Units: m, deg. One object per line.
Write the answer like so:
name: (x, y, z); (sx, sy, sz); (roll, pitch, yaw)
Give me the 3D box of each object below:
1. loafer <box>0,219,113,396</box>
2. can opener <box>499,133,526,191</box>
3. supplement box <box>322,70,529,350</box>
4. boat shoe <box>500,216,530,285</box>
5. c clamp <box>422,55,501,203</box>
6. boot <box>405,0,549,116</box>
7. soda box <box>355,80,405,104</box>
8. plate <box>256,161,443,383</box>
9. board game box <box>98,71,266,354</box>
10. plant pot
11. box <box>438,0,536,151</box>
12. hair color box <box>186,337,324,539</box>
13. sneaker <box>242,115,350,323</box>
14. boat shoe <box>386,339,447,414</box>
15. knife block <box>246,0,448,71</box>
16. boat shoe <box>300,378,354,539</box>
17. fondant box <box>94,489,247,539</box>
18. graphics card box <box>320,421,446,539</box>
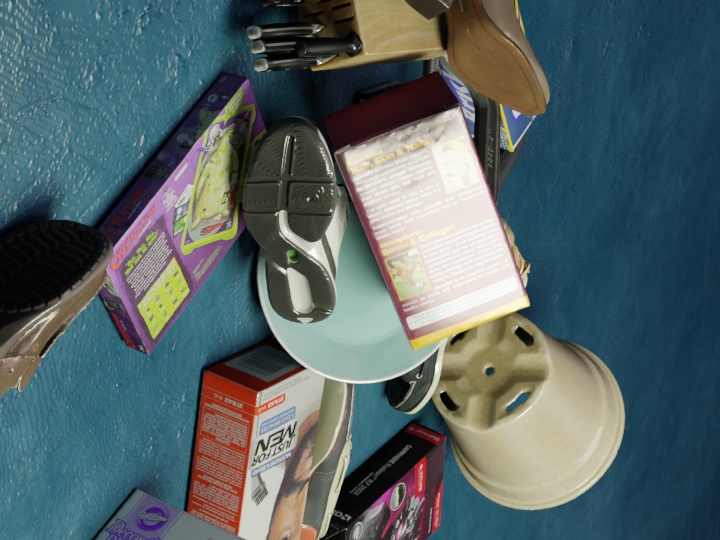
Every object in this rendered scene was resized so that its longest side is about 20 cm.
loafer: (-0.247, 0.042, 1.148); (0.200, 0.073, 0.071); (-45, 154, -30)
can opener: (0.115, -0.085, 1.703); (0.200, 0.063, 0.079); (-48, 146, -34)
supplement box: (0.055, -0.049, 1.411); (0.110, 0.086, 0.200); (-22, 117, 1)
boat shoe: (0.139, -0.002, 1.715); (0.074, 0.069, 0.200); (-58, 177, -12)
c clamp: (0.074, -0.149, 1.501); (0.171, 0.027, 0.200); (32, 48, -45)
boot: (0.105, -0.241, 1.385); (0.200, 0.070, 0.146); (42, 52, -35)
soda box: (0.028, -0.069, 1.557); (0.071, 0.063, 0.200); (-26, 130, -54)
plate: (0.000, 0.000, 1.491); (0.200, 0.026, 0.200); (-1, 93, -22)
board game box: (-0.136, -0.045, 1.319); (0.200, 0.032, 0.120); (-55, 153, -28)
plant pot: (0.162, 0.133, 1.789); (0.201, 0.200, 0.183); (-63, 150, -12)
box: (0.118, -0.206, 1.621); (0.064, 0.070, 0.200); (-55, 149, -22)
hair color box: (-0.095, 0.173, 1.499); (0.111, 0.064, 0.200); (-24, 130, -55)
sneaker: (-0.050, -0.065, 1.382); (0.115, 0.076, 0.201); (-83, 173, -48)
boat shoe: (0.050, 0.068, 1.682); (0.066, 0.075, 0.199); (0, 139, -25)
knife block: (-0.003, -0.190, 1.356); (0.200, 0.064, 0.176); (45, 54, -34)
boat shoe: (-0.041, 0.176, 1.582); (0.063, 0.071, 0.200); (-4, 118, -44)
fondant box: (-0.177, 0.286, 1.338); (0.200, 0.144, 0.058); (-50, 145, -32)
graphics card box: (0.019, 0.262, 1.775); (0.200, 0.051, 0.126); (-34, 136, -47)
